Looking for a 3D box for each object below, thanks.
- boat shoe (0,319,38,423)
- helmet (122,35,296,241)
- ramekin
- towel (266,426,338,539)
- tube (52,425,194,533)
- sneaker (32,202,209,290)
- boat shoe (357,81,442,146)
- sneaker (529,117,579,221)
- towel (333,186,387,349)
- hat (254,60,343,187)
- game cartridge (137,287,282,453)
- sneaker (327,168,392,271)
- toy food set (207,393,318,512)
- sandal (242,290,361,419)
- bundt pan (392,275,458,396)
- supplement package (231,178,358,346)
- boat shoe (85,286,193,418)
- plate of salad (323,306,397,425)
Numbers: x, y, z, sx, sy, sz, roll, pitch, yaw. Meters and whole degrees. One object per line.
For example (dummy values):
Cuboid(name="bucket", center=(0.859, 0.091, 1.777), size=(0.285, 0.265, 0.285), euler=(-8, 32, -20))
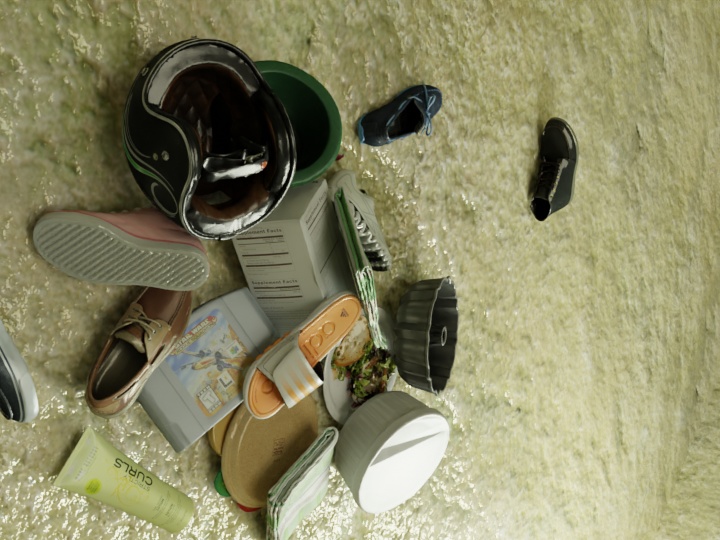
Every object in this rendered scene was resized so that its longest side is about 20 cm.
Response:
Cuboid(name="boat shoe", center=(-0.407, 0.085, 0.871), size=(0.091, 0.070, 0.203), euler=(-35, 118, -38))
Cuboid(name="helmet", center=(-0.180, -0.156, 0.985), size=(0.198, 0.192, 0.201), euler=(-27, 152, -16))
Cuboid(name="ramekin", center=(0.046, 0.290, 1.415), size=(0.201, 0.094, 0.205), euler=(-26, 137, -28))
Cuboid(name="towel", center=(-0.085, 0.336, 1.291), size=(0.149, 0.030, 0.201), euler=(-44, 156, -33))
Cuboid(name="tube", center=(-0.291, 0.273, 1.076), size=(0.200, 0.051, 0.059), euler=(47, 24, -41))
Cuboid(name="sneaker", center=(-0.277, -0.038, 1.000), size=(0.197, 0.105, 0.076), euler=(13, 119, -23))
Cuboid(name="boat shoe", center=(0.079, -0.239, 1.374), size=(0.200, 0.068, 0.085), euler=(-41, 129, -37))
Cuboid(name="sneaker", center=(0.396, -0.205, 1.765), size=(0.106, 0.074, 0.203), euler=(-38, 128, -41))
Cuboid(name="towel", center=(0.000, 0.000, 1.182), size=(0.023, 0.154, 0.201), euler=(-17, 144, -2))
Cuboid(name="hat", center=(-0.119, -0.172, 1.192), size=(0.198, 0.176, 0.167), euler=(31, 74, -10))
Cuboid(name="game cartridge", center=(-0.196, 0.118, 1.105), size=(0.199, 0.041, 0.134), euler=(-40, 105, -25))
Cuboid(name="sneaker", center=(0.003, -0.073, 1.329), size=(0.201, 0.074, 0.082), euler=(56, 49, -43))
Cuboid(name="toy food set", center=(-0.137, 0.253, 1.257), size=(0.199, 0.048, 0.201), euler=(-22, 117, -46))
Cuboid(name="sandal", center=(-0.067, 0.110, 1.105), size=(0.207, 0.059, 0.079), euler=(-47, 126, -9))
Cuboid(name="bundt pan", center=(0.109, 0.108, 1.468), size=(0.201, 0.075, 0.206), euler=(5, 90, -70))
Cuboid(name="supplement package", center=(-0.087, -0.008, 1.176), size=(0.114, 0.108, 0.202), euler=(-63, 144, -53))
Cuboid(name="boat shoe", center=(-0.260, 0.082, 1.021), size=(0.072, 0.075, 0.202), euler=(114, 1, -74))
Cuboid(name="plate of salad", center=(0.012, 0.160, 1.415), size=(0.199, 0.048, 0.204), euler=(-17, 112, -48))
